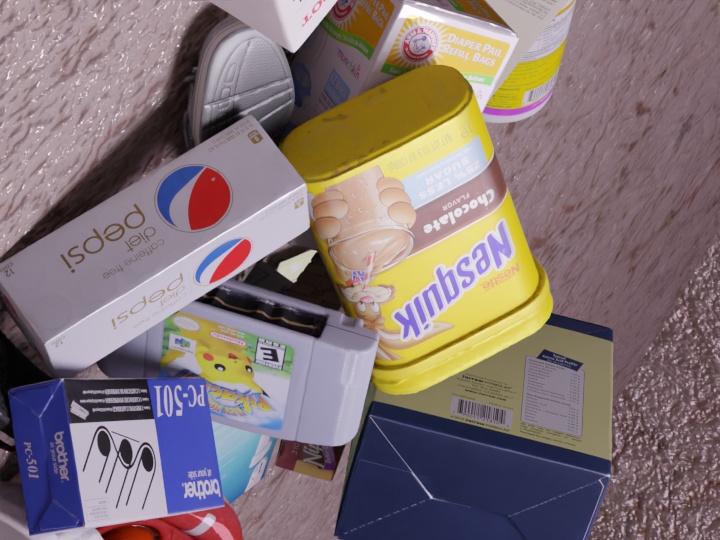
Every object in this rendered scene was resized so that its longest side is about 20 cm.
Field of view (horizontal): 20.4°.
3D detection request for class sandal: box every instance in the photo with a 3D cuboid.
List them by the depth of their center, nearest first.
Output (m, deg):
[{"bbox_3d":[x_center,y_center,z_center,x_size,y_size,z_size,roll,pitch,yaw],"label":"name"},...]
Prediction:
[{"bbox_3d":[-0.231,0.090,1.313,0.045,0.075,0.200,-19,156,7],"label":"sandal"}]

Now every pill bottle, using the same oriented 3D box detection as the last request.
[{"bbox_3d":[0.123,-0.219,1.635,0.104,0.104,0.200,-45,159,-31],"label":"pill bottle"}]

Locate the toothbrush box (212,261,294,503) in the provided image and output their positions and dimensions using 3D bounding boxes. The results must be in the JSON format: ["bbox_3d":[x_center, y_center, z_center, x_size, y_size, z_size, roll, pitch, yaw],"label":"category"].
[{"bbox_3d":[-0.124,0.106,1.596,0.146,0.085,0.200,-35,154,-48],"label":"toothbrush box"}]

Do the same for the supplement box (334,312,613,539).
[{"bbox_3d":[0.097,0.132,1.661,0.200,0.200,0.134,-78,-177,-56],"label":"supplement box"}]

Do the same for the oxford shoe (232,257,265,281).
[{"bbox_3d":[-0.105,-0.008,1.492,0.075,0.058,0.200,-63,163,15],"label":"oxford shoe"}]

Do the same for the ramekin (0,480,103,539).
[{"bbox_3d":[-0.248,0.232,1.324,0.200,0.200,0.105,-60,172,14],"label":"ramekin"}]

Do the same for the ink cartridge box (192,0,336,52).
[{"bbox_3d":[-0.056,-0.229,1.102,0.129,0.125,0.200,-52,162,-13],"label":"ink cartridge box"}]

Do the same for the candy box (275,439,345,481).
[{"bbox_3d":[-0.021,0.068,1.718,0.200,0.056,0.117,-75,-177,-49],"label":"candy box"}]

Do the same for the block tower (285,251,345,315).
[{"bbox_3d":[0.000,0.000,1.547,0.200,0.054,0.058,-54,141,-26],"label":"block tower"}]

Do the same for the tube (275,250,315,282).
[{"bbox_3d":[-0.080,0.070,1.718,0.058,0.052,0.200,-111,-143,-60],"label":"tube"}]

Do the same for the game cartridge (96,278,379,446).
[{"bbox_3d":[-0.091,0.059,1.415,0.133,0.200,0.040,100,8,-54],"label":"game cartridge"}]

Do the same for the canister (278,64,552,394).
[{"bbox_3d":[0.039,-0.028,1.398,0.148,0.087,0.200,-27,128,-5],"label":"canister"}]

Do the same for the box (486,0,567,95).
[{"bbox_3d":[0.085,-0.183,1.540,0.200,0.068,0.082,-52,-160,40],"label":"box"}]

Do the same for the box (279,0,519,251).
[{"bbox_3d":[0.012,-0.120,1.449,0.101,0.113,0.200,12,117,-30],"label":"box"}]

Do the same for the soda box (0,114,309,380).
[{"bbox_3d":[-0.132,-0.014,1.298,0.200,0.068,0.064,-33,156,-14],"label":"soda box"}]

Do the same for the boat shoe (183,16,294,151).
[{"bbox_3d":[-0.090,-0.100,1.372,0.074,0.065,0.202,-28,148,-19],"label":"boat shoe"}]

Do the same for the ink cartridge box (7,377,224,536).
[{"bbox_3d":[-0.157,0.120,1.325,0.200,0.044,0.094,6,73,-69],"label":"ink cartridge box"}]

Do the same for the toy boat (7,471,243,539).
[{"bbox_3d":[-0.169,0.214,1.478,0.130,0.131,0.200,-32,140,20],"label":"toy boat"}]
